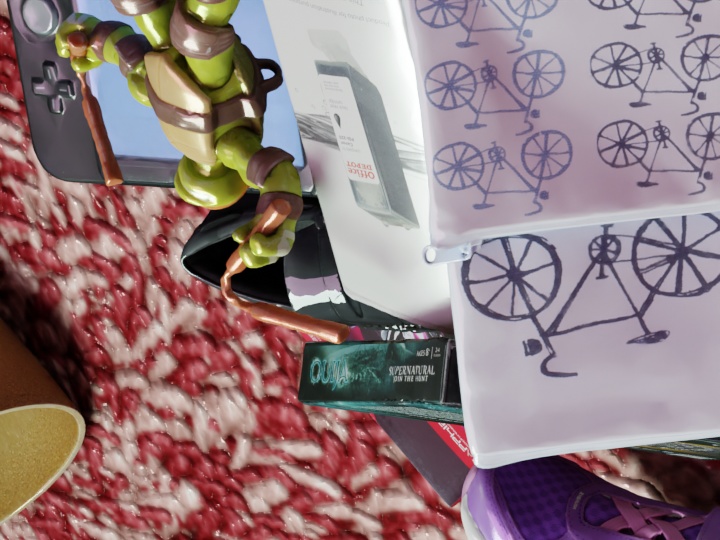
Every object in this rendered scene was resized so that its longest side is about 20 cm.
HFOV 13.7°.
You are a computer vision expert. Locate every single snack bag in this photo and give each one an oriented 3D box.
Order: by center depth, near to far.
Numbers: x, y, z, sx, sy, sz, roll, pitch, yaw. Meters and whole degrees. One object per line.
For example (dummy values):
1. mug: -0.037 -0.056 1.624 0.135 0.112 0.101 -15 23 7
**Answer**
1. snack bag: 0.116 -0.023 1.087 0.021 0.188 0.200 -97 2 -70

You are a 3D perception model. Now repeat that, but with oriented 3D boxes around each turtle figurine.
1. turtle figurine: -0.060 -0.071 1.176 0.200 0.064 0.161 47 159 38

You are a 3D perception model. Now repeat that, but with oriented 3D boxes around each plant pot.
1. plant pot: -0.293 0.055 1.783 0.200 0.186 0.186 57 153 19

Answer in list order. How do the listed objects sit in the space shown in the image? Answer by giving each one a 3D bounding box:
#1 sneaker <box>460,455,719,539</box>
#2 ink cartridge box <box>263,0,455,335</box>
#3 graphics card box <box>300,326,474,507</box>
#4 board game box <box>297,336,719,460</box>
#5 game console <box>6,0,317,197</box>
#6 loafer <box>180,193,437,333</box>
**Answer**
1. sneaker: 0.141 0.131 1.332 0.200 0.081 0.089 33 140 4
2. ink cartridge box: 0.045 -0.096 1.158 0.085 0.146 0.200 21 138 39
3. graphics card box: 0.050 0.020 1.373 0.126 0.051 0.200 50 149 5
4. board game box: 0.092 0.054 1.218 0.135 0.200 0.028 -5 77 64
5. game console: -0.101 -0.101 1.258 0.200 0.118 0.171 5 112 35
6. loafer: 0.000 0.000 1.300 0.200 0.070 0.068 13 131 48
